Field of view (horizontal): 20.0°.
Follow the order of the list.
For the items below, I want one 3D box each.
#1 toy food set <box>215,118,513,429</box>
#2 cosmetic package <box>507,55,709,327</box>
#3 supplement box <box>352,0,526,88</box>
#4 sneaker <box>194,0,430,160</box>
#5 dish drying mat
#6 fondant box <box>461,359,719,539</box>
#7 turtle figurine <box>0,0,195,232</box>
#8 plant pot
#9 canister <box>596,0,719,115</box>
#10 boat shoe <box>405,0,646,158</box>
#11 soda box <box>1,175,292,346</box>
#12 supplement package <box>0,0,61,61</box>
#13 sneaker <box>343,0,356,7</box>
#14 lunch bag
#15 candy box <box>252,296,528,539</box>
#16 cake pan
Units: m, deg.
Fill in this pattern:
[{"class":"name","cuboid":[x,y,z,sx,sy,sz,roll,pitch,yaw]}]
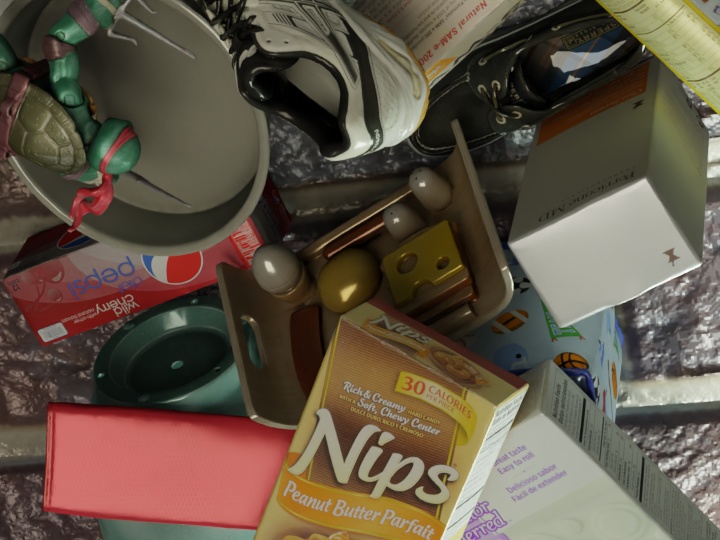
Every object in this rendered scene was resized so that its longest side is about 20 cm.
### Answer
[{"class":"toy food set","cuboid":[0.000,0.000,1.345,0.200,0.144,0.060,-32,135,16]},{"class":"cosmetic package","cuboid":[0.163,-0.055,1.315,0.101,0.200,0.071,-26,110,22]},{"class":"supplement box","cuboid":[-0.001,-0.212,1.306,0.126,0.074,0.200,-40,86,27]},{"class":"sneaker","cuboid":[-0.052,-0.143,1.188,0.200,0.088,0.076,40,131,13]},{"class":"dish drying mat","cuboid":[-0.110,0.131,1.357,0.200,0.018,0.077,4,99,2]},{"class":"fondant box","cuboid":[0.130,0.167,1.340,0.144,0.058,0.200,-32,114,31]},{"class":"turtle figurine","cuboid":[-0.187,-0.110,1.233,0.200,0.101,0.150,31,129,11]},{"class":"plant pot","cuboid":[-0.112,0.104,1.443,0.200,0.200,0.134,-9,125,16]},{"class":"canister","cuboid":[0.236,-0.183,1.277,0.200,0.087,0.149,41,86,-13]},{"class":"boat shoe","cuboid":[0.109,-0.130,1.367,0.200,0.057,0.069,-29,109,23]},{"class":"soda box","cuboid":[-0.154,-0.015,1.473,0.200,0.070,0.063,-19,113,20]},{"class":"supplement package","cuboid":[-0.276,-0.198,1.376,0.200,0.111,0.156,37,119,-10]},{"class":"sneaker","cuboid":[-0.002,-0.170,1.244,0.200,0.075,0.116,-6,107,35]},{"class":"lunch bag","cuboid":[0.074,0.061,1.412,0.200,0.170,0.124,-3,122,15]},{"class":"candy box","cuboid":[0.013,0.132,1.279,0.115,0.055,0.200,29,116,17]},{"class":"cake pan","cuboid":[-0.144,-0.103,1.298,0.200,0.037,0.200,12,125,17]}]
